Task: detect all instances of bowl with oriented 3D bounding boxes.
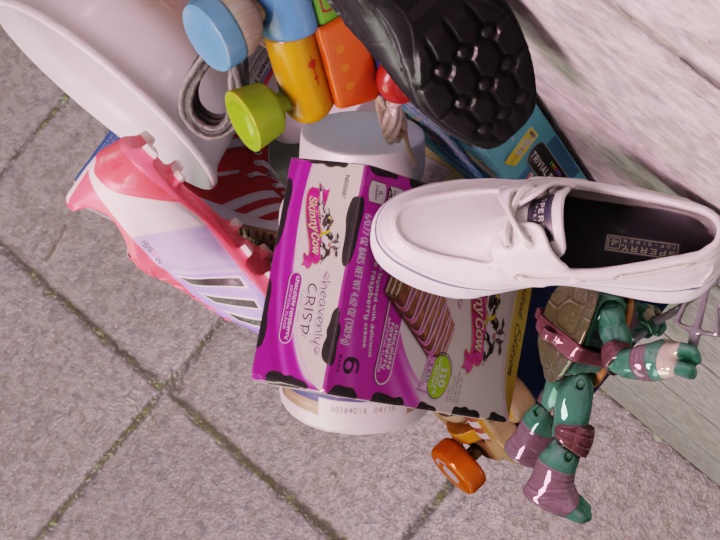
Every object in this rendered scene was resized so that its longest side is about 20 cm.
[{"bbox_3d":[-0.155,-0.155,1.356,0.201,0.090,0.201,36,170,8],"label":"bowl"}]

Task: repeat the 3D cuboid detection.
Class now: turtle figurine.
[{"bbox_3d":[0.154,0.048,1.186,0.101,0.200,0.150,25,-162,3],"label":"turtle figurine"}]

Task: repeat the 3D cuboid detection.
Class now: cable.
[{"bbox_3d":[-0.076,-0.153,1.188,0.097,0.200,0.050,32,-141,-15],"label":"cable"}]

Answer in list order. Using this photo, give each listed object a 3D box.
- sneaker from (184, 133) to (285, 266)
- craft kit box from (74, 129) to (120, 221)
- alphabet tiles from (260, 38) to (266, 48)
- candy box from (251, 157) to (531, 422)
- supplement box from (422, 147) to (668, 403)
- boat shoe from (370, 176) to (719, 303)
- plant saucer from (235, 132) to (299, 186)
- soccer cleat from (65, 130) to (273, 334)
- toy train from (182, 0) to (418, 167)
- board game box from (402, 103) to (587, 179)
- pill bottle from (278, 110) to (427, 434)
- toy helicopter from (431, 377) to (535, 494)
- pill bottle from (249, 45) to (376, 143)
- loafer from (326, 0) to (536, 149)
[{"bbox_3d":[-0.061,-0.039,1.438,0.200,0.113,0.071,21,133,12],"label":"sneaker"},{"bbox_3d":[-0.100,-0.097,1.582,0.197,0.200,0.049,24,151,15],"label":"craft kit box"},{"bbox_3d":[-0.151,-0.217,1.284,0.200,0.008,0.167,41,-173,34],"label":"alphabet tiles"},{"bbox_3d":[0.028,0.016,1.177,0.061,0.137,0.200,8,177,37],"label":"candy box"},{"bbox_3d":[0.095,-0.016,1.477,0.200,0.134,0.200,42,178,-29],"label":"supplement box"},{"bbox_3d":[0.104,-0.025,1.062,0.200,0.074,0.065,0,160,4],"label":"boat shoe"},{"bbox_3d":[-0.089,-0.142,1.550,0.200,0.200,0.050,40,159,20],"label":"plant saucer"},{"bbox_3d":[-0.118,-0.010,1.346,0.200,0.076,0.067,47,-170,-21],"label":"soccer cleat"},{"bbox_3d":[-0.026,-0.104,1.107,0.085,0.116,0.200,41,156,42],"label":"toy train"},{"bbox_3d":[0.068,-0.102,1.250,0.151,0.047,0.200,40,179,27],"label":"board game box"},{"bbox_3d":[0.000,0.000,1.288,0.111,0.111,0.200,39,134,52],"label":"pill bottle"},{"bbox_3d":[0.080,0.087,1.397,0.132,0.079,0.200,49,166,0],"label":"toy helicopter"},{"bbox_3d":[-0.065,-0.168,1.473,0.200,0.109,0.109,39,179,19],"label":"pill bottle"},{"bbox_3d":[0.022,-0.138,0.942,0.201,0.068,0.070,47,-177,-38],"label":"loafer"}]
